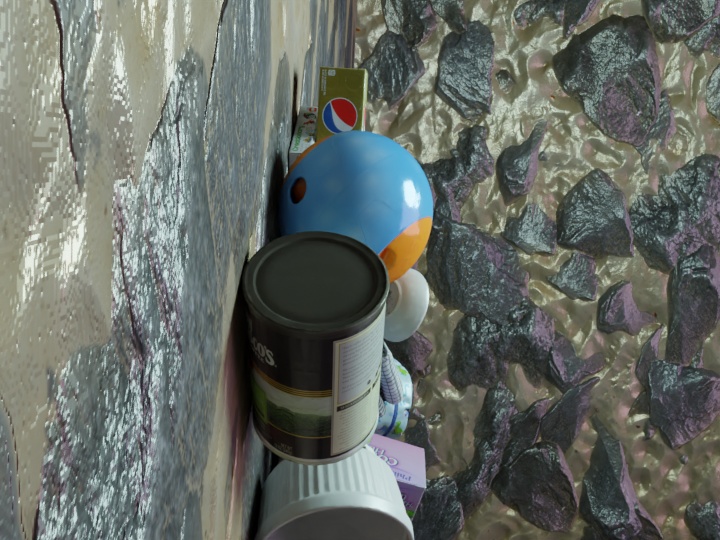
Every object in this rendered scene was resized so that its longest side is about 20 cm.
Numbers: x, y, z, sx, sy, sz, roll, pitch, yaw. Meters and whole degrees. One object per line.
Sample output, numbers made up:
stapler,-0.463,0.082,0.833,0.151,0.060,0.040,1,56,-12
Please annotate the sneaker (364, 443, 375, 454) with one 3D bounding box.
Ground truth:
sneaker,-0.041,0.196,1.171,0.077,0.200,0.112,-39,-165,20

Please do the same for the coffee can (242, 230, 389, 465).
coffee can,-0.046,0.083,0.916,0.147,0.144,0.202,-85,178,-49

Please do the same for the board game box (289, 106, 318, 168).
board game box,-0.081,-0.124,1.306,0.127,0.034,0.202,-84,177,-50

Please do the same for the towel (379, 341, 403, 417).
towel,-0.028,0.105,1.261,0.200,0.085,0.166,48,-10,31

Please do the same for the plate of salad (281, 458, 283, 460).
plate of salad,-0.094,0.195,1.292,0.200,0.047,0.204,4,90,-89

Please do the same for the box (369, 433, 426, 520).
box,-0.019,0.339,1.268,0.097,0.173,0.202,-83,-169,-66

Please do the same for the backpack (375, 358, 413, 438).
backpack,0.020,0.221,1.530,0.199,0.152,0.166,18,-88,57

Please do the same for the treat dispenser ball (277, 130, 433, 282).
treat dispenser ball,-0.007,-0.075,1.110,0.201,0.197,0.204,3,90,-89

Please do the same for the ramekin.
ramekin,-0.036,0.308,1.094,0.106,0.197,0.202,-99,-171,-48

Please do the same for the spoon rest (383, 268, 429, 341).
spoon rest,0.025,0.024,1.202,0.199,0.060,0.100,37,-79,44

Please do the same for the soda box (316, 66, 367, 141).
soda box,-0.028,-0.185,1.250,0.064,0.067,0.204,-70,164,-82
